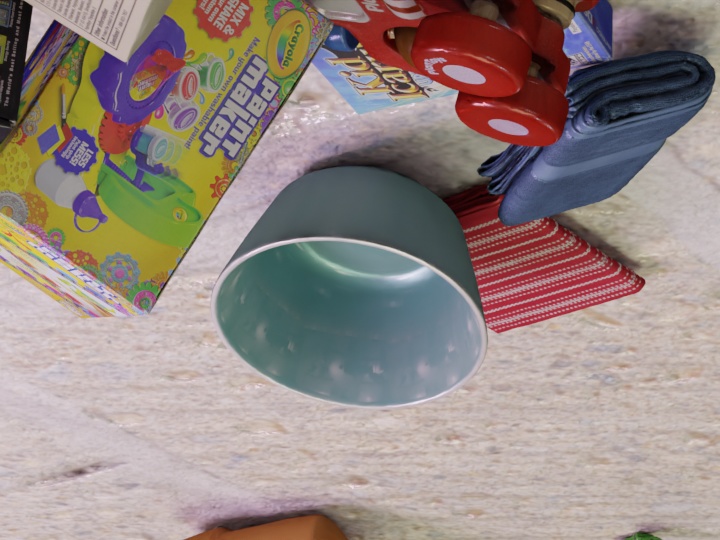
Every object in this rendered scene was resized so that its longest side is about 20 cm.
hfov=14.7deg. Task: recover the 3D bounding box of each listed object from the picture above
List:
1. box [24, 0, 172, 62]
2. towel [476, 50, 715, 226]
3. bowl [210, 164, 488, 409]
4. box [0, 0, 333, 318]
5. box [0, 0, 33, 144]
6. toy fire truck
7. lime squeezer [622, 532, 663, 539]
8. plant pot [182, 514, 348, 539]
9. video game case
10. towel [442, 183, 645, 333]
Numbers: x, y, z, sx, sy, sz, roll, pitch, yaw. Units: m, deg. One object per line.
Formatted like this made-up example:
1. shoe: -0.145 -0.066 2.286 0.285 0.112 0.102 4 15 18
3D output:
1. box: -0.169 -0.224 1.455 0.199 0.109 0.128 32 152 -2
2. towel: 0.157 -0.092 1.854 0.111 0.049 0.200 -14 165 -19
3. bowl: 0.000 0.000 1.990 0.199 0.105 0.201 8 143 6
4. box: -0.138 -0.087 1.629 0.122 0.201 0.193 35 169 -13
5. box: -0.256 -0.180 1.525 0.160 0.201 0.049 15 157 -20
6. toy fire truck: 0.040 -0.154 1.594 0.167 0.113 0.200 11 166 22
7. lime squeezer: 0.270 0.286 2.672 0.037 0.071 0.200 -8 -171 -19
8. plant pot: -0.072 0.320 2.624 0.139 0.201 0.200 -26 148 15
9. video game case: 0.040 -0.173 1.722 0.180 0.046 0.200 -9 153 22
10. towel: 0.104 -0.008 2.096 0.144 0.023 0.200 -17 150 33
